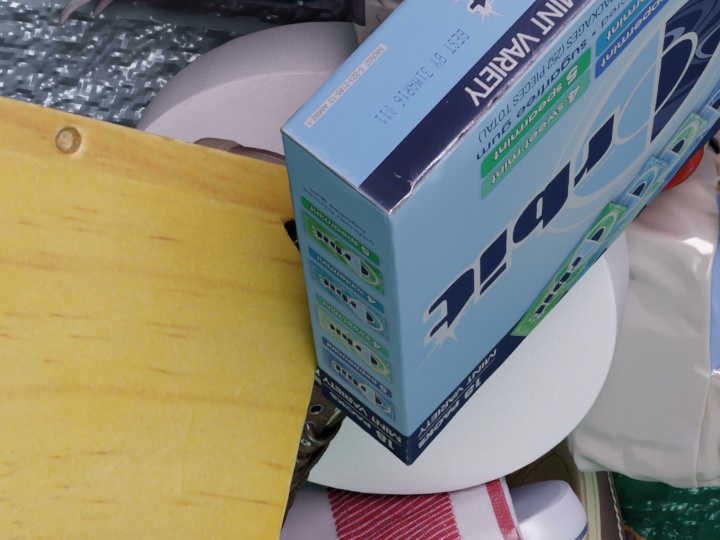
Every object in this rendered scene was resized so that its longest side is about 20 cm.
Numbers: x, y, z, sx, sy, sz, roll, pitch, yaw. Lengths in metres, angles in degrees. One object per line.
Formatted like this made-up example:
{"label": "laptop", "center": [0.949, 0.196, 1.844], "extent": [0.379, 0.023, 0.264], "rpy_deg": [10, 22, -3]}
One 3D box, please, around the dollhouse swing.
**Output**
{"label": "dollhouse swing", "center": [-0.140, 0.043, 0.893], "extent": [0.181, 0.176, 0.201], "rpy_deg": [12, 89, -30]}

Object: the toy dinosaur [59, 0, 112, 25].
{"label": "toy dinosaur", "center": [-0.035, -0.135, 0.837], "extent": [0.077, 0.200, 0.103], "rpy_deg": [-7, 96, -27]}

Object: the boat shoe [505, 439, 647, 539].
{"label": "boat shoe", "center": [0.099, 0.139, 1.192], "extent": [0.072, 0.072, 0.201], "rpy_deg": [-31, 131, -33]}

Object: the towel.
{"label": "towel", "center": [-0.037, 0.112, 1.056], "extent": [0.200, 0.144, 0.023], "rpy_deg": [-27, 119, 6]}

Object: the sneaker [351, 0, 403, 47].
{"label": "sneaker", "center": [0.043, -0.162, 0.818], "extent": [0.077, 0.147, 0.202], "rpy_deg": [17, 152, 7]}

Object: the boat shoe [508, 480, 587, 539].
{"label": "boat shoe", "center": [0.041, 0.150, 1.096], "extent": [0.075, 0.086, 0.202], "rpy_deg": [-29, 179, -37]}

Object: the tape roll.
{"label": "tape roll", "center": [0.000, 0.000, 0.980], "extent": [0.202, 0.037, 0.203], "rpy_deg": [8, 130, 10]}

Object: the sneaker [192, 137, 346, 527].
{"label": "sneaker", "center": [-0.034, 0.048, 0.952], "extent": [0.075, 0.070, 0.200], "rpy_deg": [15, 130, 19]}

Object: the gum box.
{"label": "gum box", "center": [0.052, -0.045, 0.804], "extent": [0.170, 0.045, 0.200], "rpy_deg": [-47, 162, -16]}

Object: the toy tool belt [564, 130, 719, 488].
{"label": "toy tool belt", "center": [0.123, -0.020, 1.030], "extent": [0.124, 0.123, 0.200], "rpy_deg": [8, 130, 18]}
